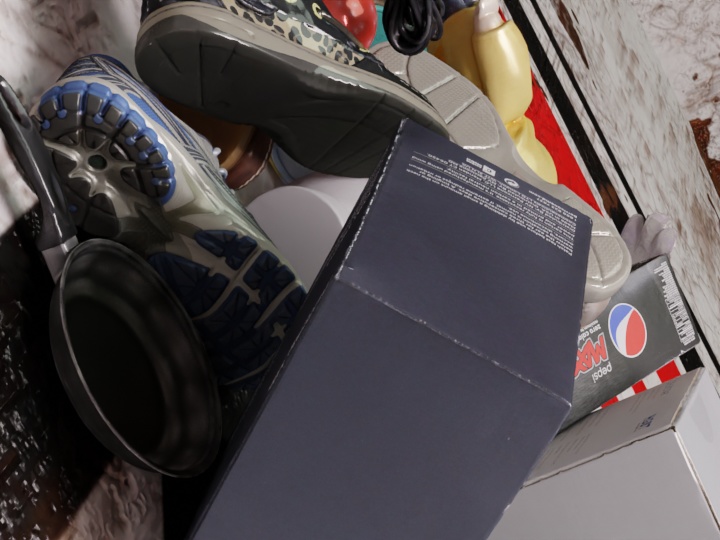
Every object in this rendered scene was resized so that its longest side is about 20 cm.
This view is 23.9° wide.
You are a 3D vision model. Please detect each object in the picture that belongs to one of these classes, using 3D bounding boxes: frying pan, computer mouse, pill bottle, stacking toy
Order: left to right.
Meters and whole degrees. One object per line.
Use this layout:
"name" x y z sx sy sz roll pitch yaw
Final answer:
"frying pan" -0.122 0.015 0.740 0.190 0.031 0.115 51 24 -28
"computer mouse" -0.028 -0.208 0.917 0.200 0.044 0.110 48 -14 29
"stacking toy" -0.028 -0.156 1.028 0.086 0.085 0.200 59 2 -17
"pill bottle" 0.000 0.000 0.970 0.200 0.104 0.105 12 55 -66

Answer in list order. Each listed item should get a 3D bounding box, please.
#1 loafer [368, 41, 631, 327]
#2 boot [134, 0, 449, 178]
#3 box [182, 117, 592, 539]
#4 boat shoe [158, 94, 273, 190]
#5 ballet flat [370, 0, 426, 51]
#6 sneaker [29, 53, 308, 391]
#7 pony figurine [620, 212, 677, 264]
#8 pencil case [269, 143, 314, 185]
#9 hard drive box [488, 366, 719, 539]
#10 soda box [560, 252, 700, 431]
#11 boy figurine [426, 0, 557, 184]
"loafer" 0.065 -0.044 0.967 0.072 0.063 0.200 -34 71 -34
"boot" -0.037 -0.141 0.880 0.203 0.073 0.155 20 50 -44
"box" 0.006 0.067 0.733 0.104 0.201 0.182 28 26 -2
"boat shoe" -0.074 -0.123 0.968 0.070 0.070 0.201 38 33 -45
"ballet flat" 0.022 -0.175 1.226 0.200 0.070 0.071 24 45 -62
"sneaker" -0.083 -0.028 0.834 0.201 0.077 0.085 55 18 -29
"pony figurine" 0.131 0.021 1.203 0.166 0.194 0.200 30 12 24
"pencil case" 0.006 -0.091 1.126 0.200 0.090 0.084 -17 104 -70
"hard drive box" 0.110 0.138 0.951 0.077 0.199 0.156 65 20 0
"soda box" 0.117 0.057 1.031 0.199 0.071 0.064 -24 91 -40
"boy figurine" 0.061 -0.122 1.037 0.124 0.064 0.202 -20 -91 67
